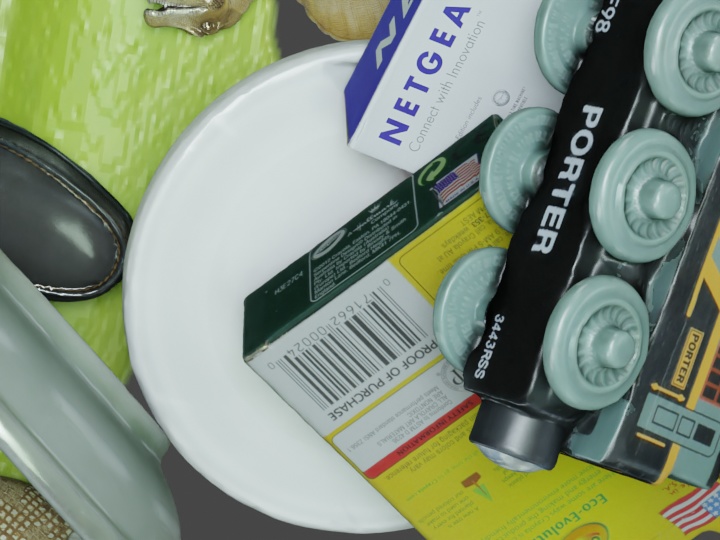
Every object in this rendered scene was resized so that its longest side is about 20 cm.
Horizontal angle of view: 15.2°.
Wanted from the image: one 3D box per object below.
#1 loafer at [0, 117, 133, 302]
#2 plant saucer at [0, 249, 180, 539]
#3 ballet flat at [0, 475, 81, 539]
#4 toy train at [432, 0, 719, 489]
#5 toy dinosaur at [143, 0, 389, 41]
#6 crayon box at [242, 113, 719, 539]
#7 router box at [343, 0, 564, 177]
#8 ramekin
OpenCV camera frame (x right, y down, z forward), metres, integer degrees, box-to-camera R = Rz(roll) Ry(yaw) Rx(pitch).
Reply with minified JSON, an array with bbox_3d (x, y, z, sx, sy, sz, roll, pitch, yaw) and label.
[{"bbox_3d":[-0.183,-0.036,1.081,0.199,0.072,0.073,22,97,-13],"label":"loafer"},{"bbox_3d":[-0.125,0.044,1.037,0.050,0.200,0.200,-42,105,-6],"label":"plant saucer"},{"bbox_3d":[-0.091,0.160,1.136,0.065,0.071,0.200,-19,116,35],"label":"ballet flat"},{"bbox_3d":[0.101,-0.018,0.942,0.114,0.085,0.201,24,83,-40],"label":"toy train"},{"bbox_3d":[0.007,-0.143,1.092,0.199,0.058,0.102,-6,103,18],"label":"toy dinosaur"},{"bbox_3d":[0.065,0.052,1.034,0.127,0.051,0.200,-35,115,17],"label":"crayon box"},{"bbox_3d":[0.114,-0.104,1.003,0.179,0.049,0.200,20,117,-14],"label":"router box"},{"bbox_3d":[0.000,0.000,1.109,0.202,0.094,0.203,-2,102,-9],"label":"ramekin"}]
